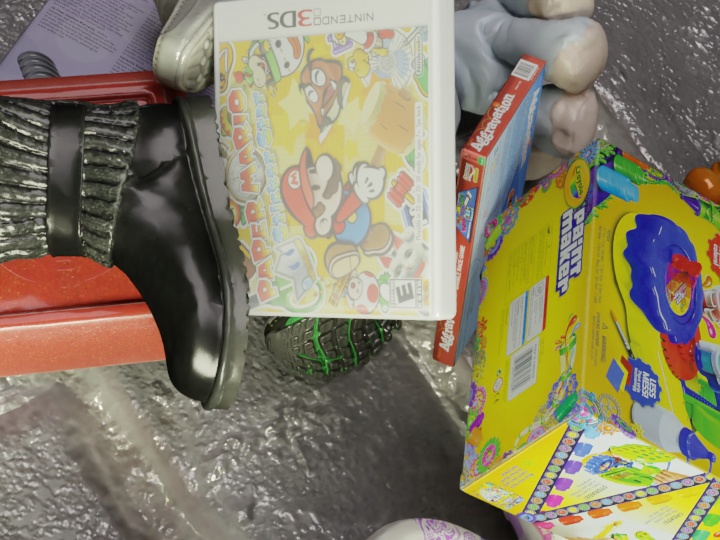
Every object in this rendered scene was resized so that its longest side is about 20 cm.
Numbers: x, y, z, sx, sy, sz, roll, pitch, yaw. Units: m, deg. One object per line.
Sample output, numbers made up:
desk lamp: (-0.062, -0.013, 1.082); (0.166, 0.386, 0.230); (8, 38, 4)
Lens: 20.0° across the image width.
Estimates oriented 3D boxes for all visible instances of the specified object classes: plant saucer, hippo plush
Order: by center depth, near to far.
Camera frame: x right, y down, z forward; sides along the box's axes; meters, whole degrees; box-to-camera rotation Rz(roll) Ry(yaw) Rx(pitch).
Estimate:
plant saucer: (-0.194, -0.037, 1.304); (0.198, 0.037, 0.202); (-5, 73, -16)
hippo plush: (0.072, -0.160, 1.465); (0.159, 0.160, 0.201); (-4, 59, -26)

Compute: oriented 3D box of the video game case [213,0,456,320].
video game case: (-0.019, -0.072, 1.260); (0.023, 0.181, 0.202); (-3, 93, -51)

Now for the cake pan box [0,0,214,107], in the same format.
cake pan box: (-0.148, -0.112, 1.411); (0.199, 0.052, 0.185); (28, 53, -2)

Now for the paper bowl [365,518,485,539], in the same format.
paper bowl: (0.041, 0.254, 1.174); (0.200, 0.104, 0.202); (34, 33, -26)

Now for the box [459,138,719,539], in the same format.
box: (0.178, 0.063, 1.259); (0.191, 0.122, 0.202); (26, 50, -23)

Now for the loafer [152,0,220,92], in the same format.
loafer: (-0.112, -0.179, 1.385); (0.069, 0.070, 0.200); (18, 28, 2)

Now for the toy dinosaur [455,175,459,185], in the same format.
toy dinosaur: (-0.006, -0.078, 1.351); (0.085, 0.135, 0.202); (-6, 72, -28)

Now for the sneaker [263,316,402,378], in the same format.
sneaker: (0.000, 0.000, 1.389); (0.085, 0.079, 0.200); (32, 48, 23)

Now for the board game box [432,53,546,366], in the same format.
board game box: (0.084, -0.037, 1.360); (0.019, 0.201, 0.103); (22, 49, 15)

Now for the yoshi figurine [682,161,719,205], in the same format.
yoshi figurine: (0.334, -0.099, 1.497); (0.112, 0.200, 0.112); (38, 20, -26)

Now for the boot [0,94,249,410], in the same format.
boot: (-0.157, -0.011, 1.241); (0.156, 0.080, 0.213); (-4, 67, -18)

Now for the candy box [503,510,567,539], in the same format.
candy box: (0.206, 0.168, 1.348); (0.198, 0.072, 0.169); (-9, 61, -28)
